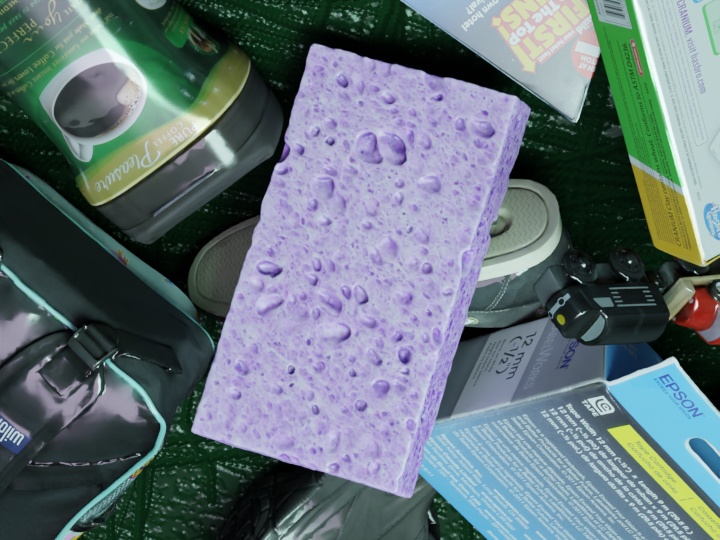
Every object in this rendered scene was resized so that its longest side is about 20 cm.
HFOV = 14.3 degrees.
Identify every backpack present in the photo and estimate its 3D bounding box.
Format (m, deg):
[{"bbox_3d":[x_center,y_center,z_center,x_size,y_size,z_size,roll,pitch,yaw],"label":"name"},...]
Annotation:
[{"bbox_3d":[-0.187,0.059,1.418,0.176,0.153,0.200,38,114,-5],"label":"backpack"}]

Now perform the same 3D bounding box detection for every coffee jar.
[{"bbox_3d":[-0.131,-0.111,1.381,0.104,0.085,0.200,-34,109,22],"label":"coffee jar"}]

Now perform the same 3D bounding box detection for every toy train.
[{"bbox_3d":[0.167,0.012,1.323,0.200,0.046,0.034,-3,146,-35],"label":"toy train"}]

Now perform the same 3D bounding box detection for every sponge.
[{"bbox_3d":[0.000,0.000,1.384,0.111,0.030,0.200,17,88,20],"label":"sponge"}]

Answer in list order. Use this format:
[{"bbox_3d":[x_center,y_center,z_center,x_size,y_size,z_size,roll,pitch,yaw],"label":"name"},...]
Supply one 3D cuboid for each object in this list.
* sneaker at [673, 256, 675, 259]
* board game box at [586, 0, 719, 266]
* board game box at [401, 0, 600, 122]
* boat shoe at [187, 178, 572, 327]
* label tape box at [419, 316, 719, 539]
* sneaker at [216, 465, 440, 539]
[{"bbox_3d":[0.169,-0.044,1.371,0.071,0.098,0.201,-11,119,12],"label":"sneaker"},{"bbox_3d":[0.203,-0.113,1.288,0.200,0.040,0.153,-26,114,-21],"label":"board game box"},{"bbox_3d":[0.074,-0.180,1.315,0.200,0.062,0.200,-39,102,16],"label":"board game box"},{"bbox_3d":[0.011,0.006,1.440,0.199,0.072,0.068,-7,144,18],"label":"boat shoe"},{"bbox_3d":[0.130,0.088,1.403,0.200,0.066,0.143,-19,124,46],"label":"label tape box"},{"bbox_3d":[-0.009,0.136,1.514,0.091,0.076,0.200,35,120,-18],"label":"sneaker"}]
